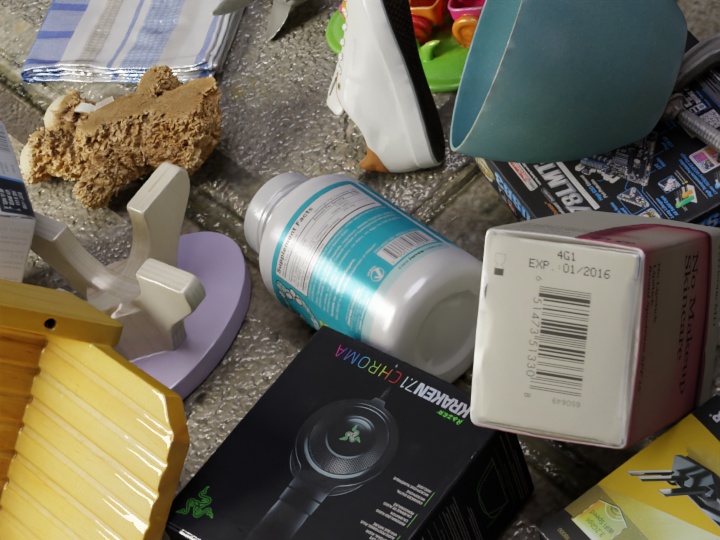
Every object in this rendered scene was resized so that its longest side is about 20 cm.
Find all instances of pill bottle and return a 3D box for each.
[{"bbox_3d":[0.000,0.000,1.508,0.111,0.111,0.200,-40,48,-17],"label":"pill bottle"}]

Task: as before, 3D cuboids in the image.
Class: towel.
[{"bbox_3d":[-0.200,-0.224,1.841,0.198,0.024,0.148,1,49,20],"label":"towel"}]

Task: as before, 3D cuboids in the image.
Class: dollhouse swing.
[{"bbox_3d":[-0.241,0.128,1.381,0.176,0.180,0.202,38,113,59],"label":"dollhouse swing"}]

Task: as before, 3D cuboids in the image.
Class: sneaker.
[{"bbox_3d":[0.001,-0.171,1.614,0.084,0.202,0.073,-10,12,21],"label":"sneaker"}]

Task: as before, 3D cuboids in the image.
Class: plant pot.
[{"bbox_3d":[0.161,-0.163,1.496,0.134,0.201,0.201,18,51,-6],"label":"plant pot"}]

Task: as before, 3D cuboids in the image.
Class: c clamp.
[{"bbox_3d":[0.287,-0.104,1.495,0.170,0.027,0.200,-32,49,-11],"label":"c clamp"}]

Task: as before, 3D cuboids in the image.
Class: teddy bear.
[{"bbox_3d":[-0.199,-0.111,1.720,0.198,0.067,0.146,-14,37,16],"label":"teddy bear"}]

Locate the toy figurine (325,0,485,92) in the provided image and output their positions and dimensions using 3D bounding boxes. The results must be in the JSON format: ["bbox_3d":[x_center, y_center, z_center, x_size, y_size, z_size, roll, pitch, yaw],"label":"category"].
[{"bbox_3d":[0.041,-0.266,1.681,0.198,0.185,0.151,5,51,24],"label":"toy figurine"}]

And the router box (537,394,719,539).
[{"bbox_3d":[0.233,0.192,1.293,0.157,0.052,0.200,-35,47,-12],"label":"router box"}]

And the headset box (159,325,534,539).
[{"bbox_3d":[-0.013,0.163,1.380,0.173,0.093,0.200,24,62,35],"label":"headset box"}]

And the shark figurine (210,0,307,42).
[{"bbox_3d":[-0.072,-0.239,1.761,0.127,0.090,0.215,24,14,-10],"label":"shark figurine"}]

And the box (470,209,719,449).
[{"bbox_3d":[0.160,0.034,1.342,0.108,0.129,0.200,8,8,24],"label":"box"}]

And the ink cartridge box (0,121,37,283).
[{"bbox_3d":[-0.301,0.008,1.561,0.043,0.201,0.198,11,22,-23],"label":"ink cartridge box"}]

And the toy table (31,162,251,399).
[{"bbox_3d":[-0.176,0.018,1.551,0.182,0.118,0.201,9,54,26],"label":"toy table"}]

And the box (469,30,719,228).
[{"bbox_3d":[0.208,-0.086,1.554,0.197,0.050,0.200,-29,47,-7],"label":"box"}]
